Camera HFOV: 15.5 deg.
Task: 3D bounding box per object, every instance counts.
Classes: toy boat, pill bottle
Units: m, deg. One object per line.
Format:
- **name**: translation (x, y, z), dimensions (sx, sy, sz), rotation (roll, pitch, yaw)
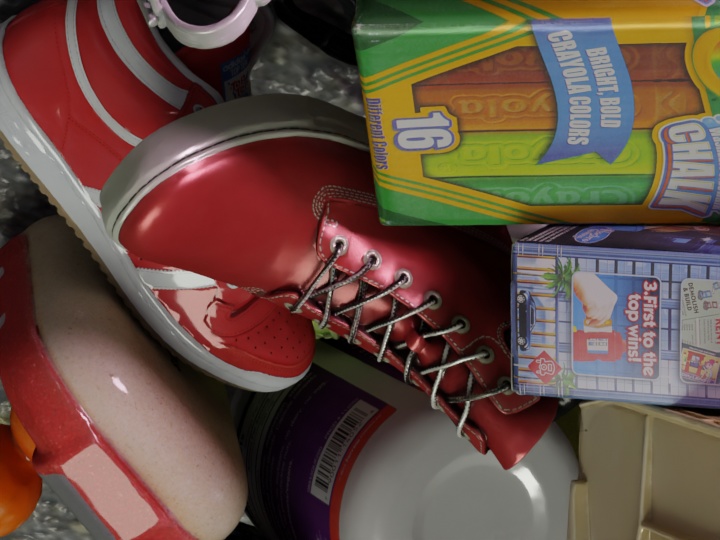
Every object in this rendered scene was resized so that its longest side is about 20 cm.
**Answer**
- **toy boat**: translation (-0.133, 0.067, 1.151), dimensions (0.131, 0.200, 0.131), rotation (-35, 112, 6)
- **pill bottle**: translation (0.011, 0.089, 1.185), dimensions (0.112, 0.113, 0.200), rotation (23, 180, -25)

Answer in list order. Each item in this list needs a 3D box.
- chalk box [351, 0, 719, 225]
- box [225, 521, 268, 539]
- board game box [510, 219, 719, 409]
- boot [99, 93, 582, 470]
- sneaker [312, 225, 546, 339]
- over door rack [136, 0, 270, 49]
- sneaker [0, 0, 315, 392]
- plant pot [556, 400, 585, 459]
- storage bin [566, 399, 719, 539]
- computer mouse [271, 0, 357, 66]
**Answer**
- **chalk box**: translation (0.103, -0.098, 0.958), dimensions (0.199, 0.124, 0.125), rotation (-1, 146, 8)
- **box**: translation (-0.030, 0.161, 1.203), dimensions (0.157, 0.051, 0.200), rotation (21, -179, -18)
- **board game box**: translation (0.190, 0.006, 0.999), dimensions (0.199, 0.200, 0.062), rotation (9, 109, 31)
- **boot**: translation (0.003, 0.011, 1.002), dimensions (0.200, 0.145, 0.072), rotation (3, 139, -46)
- **sneaker**: translation (0.000, 0.000, 1.153), dimensions (0.199, 0.077, 0.075), rotation (-19, 141, 32)
- **over door rack**: translation (-0.094, -0.183, 0.834), dimensions (0.066, 0.200, 0.148), rotation (-32, 145, -12)
- **sneaker**: translation (-0.058, -0.039, 1.078), dimensions (0.112, 0.071, 0.200), rotation (-25, 117, 34)
- **plant pot**: translation (0.125, 0.140, 1.265), dimensions (0.199, 0.201, 0.193), rotation (6, 133, -2)
- **storage bin**: translation (0.204, 0.097, 0.983), dimensions (0.199, 0.094, 0.198), rotation (-1, -174, -21)
- **computer mouse**: translation (-0.021, -0.139, 1.001), dimensions (0.058, 0.034, 0.200), rotation (3, 153, 17)
